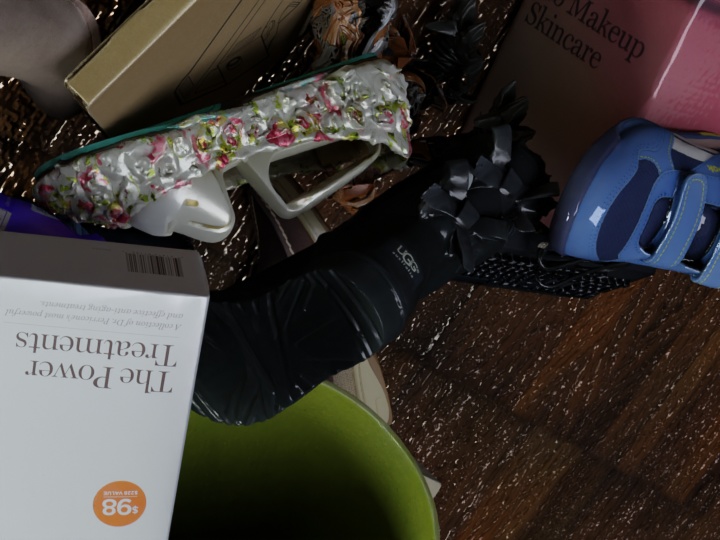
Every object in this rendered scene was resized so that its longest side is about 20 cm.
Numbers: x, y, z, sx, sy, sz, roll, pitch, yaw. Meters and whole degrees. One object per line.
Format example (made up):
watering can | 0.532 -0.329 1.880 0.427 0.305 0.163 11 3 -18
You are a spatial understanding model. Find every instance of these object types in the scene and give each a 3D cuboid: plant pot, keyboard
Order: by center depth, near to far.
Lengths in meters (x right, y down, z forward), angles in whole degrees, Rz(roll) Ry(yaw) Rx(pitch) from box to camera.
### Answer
plant pot | -0.077 0.183 1.090 0.186 0.188 0.200 -13 148 -32
keyboard | 0.106 0.003 1.207 0.199 0.040 0.104 7 155 -42

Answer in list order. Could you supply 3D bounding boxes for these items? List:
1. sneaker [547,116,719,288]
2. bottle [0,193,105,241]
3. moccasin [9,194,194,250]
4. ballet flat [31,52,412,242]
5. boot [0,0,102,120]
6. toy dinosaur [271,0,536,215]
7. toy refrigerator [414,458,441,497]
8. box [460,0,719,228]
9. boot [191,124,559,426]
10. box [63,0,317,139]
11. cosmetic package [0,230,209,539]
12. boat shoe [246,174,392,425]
sneaker | 0.175 -0.032 1.037 0.199 0.082 0.074 -8 129 -50
bottle | -0.179 -0.008 0.907 0.199 0.084 0.066 25 86 -12
moccasin | -0.170 -0.003 0.986 0.199 0.080 0.069 -11 119 -34
ballet flat | -0.058 -0.051 0.948 0.199 0.064 0.076 -21 171 -19
boot | -0.194 -0.109 0.874 0.146 0.070 0.201 -34 151 -24
toy dinosaur | 0.012 -0.091 1.081 0.135 0.103 0.200 -17 169 -12
toy refrigerator | -0.044 0.188 1.234 0.076 0.070 0.201 28 97 -43
box | 0.164 -0.120 1.138 0.109 0.128 0.201 8 113 -42
boot | -0.001 -0.001 1.015 0.162 0.198 0.074 -40 101 -42
box | -0.054 -0.134 0.972 0.200 0.021 0.164 -45 169 -5
cosmetic package | -0.177 0.059 0.863 0.199 0.052 0.152 5 116 -13
boat shoe | -0.039 0.030 1.125 0.072 0.072 0.201 -27 133 -12
